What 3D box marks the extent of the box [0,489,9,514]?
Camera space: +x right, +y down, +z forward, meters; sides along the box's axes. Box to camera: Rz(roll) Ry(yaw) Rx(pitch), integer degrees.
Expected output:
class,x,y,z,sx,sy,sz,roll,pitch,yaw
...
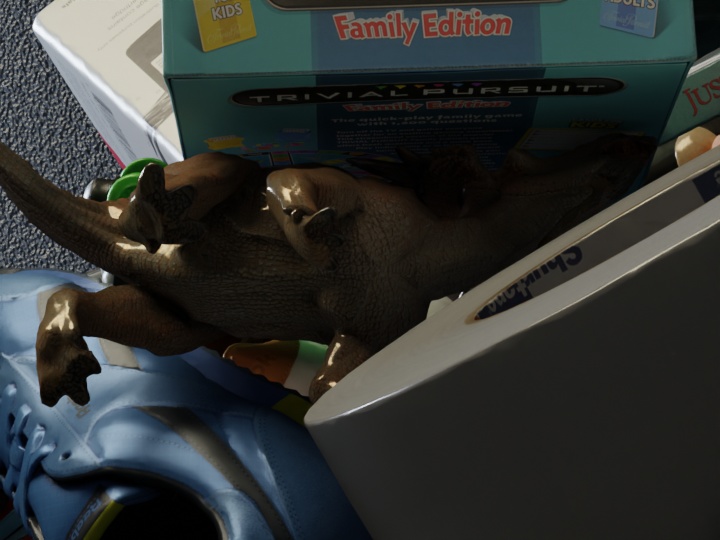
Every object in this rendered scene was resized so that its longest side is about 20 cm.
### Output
class,x,y,z,sx,sy,sz,roll,pitch,yaw
box,-0.233,0.063,0.978,0.123,0.200,0.199,21,69,36

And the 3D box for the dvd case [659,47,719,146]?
class,x,y,z,sx,sy,sz,roll,pitch,yaw
dvd case,0.192,-0.101,1.069,0.146,0.022,0.200,-27,1,27

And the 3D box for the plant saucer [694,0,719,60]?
class,x,y,z,sx,sy,sz,roll,pitch,yaw
plant saucer,0.125,-0.111,1.207,0.200,0.036,0.200,-14,-11,-3

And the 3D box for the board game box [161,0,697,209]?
class,x,y,z,sx,sy,sz,roll,pitch,yaw
board game box,0.018,-0.057,0.928,0.151,0.047,0.200,-2,-13,-1

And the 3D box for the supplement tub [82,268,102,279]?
class,x,y,z,sx,sy,sz,roll,pitch,yaw
supplement tub,-0.092,0.057,1.254,0.122,0.123,0.200,-30,3,-4

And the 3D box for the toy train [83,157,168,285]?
class,x,y,z,sx,sy,sz,roll,pitch,yaw
toy train,0.000,0.000,1.045,0.199,0.057,0.042,7,13,1

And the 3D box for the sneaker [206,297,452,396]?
class,x,y,z,sx,sy,sz,roll,pitch,yaw
sneaker,-0.016,0.031,1.135,0.200,0.085,0.073,-48,-16,-82

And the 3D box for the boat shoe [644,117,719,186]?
class,x,y,z,sx,sy,sz,roll,pitch,yaw
boat shoe,0.092,-0.056,1.217,0.074,0.065,0.202,-24,-3,-15

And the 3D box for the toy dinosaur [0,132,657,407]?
class,x,y,z,sx,sy,sz,roll,pitch,yaw
toy dinosaur,-0.022,-0.007,0.874,0.200,0.086,0.136,12,22,7

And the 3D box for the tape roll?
class,x,y,z,sx,sy,sz,roll,pitch,yaw
tape roll,0.087,0.014,0.733,0.200,0.066,0.200,-30,2,1

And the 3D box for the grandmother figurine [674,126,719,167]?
class,x,y,z,sx,sy,sz,roll,pitch,yaw
grandmother figurine,0.197,-0.058,1.036,0.200,0.061,0.121,-24,33,40

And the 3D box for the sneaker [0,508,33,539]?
class,x,y,z,sx,sy,sz,roll,pitch,yaw
sneaker,-0.090,0.113,0.950,0.200,0.079,0.096,-32,23,-13

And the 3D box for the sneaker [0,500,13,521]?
class,x,y,z,sx,sy,sz,roll,pitch,yaw
sneaker,-0.135,0.114,1.082,0.200,0.077,0.073,-41,3,-3

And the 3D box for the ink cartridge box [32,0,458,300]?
class,x,y,z,sx,sy,sz,roll,pitch,yaw
ink cartridge box,-0.041,-0.043,1.297,0.083,0.145,0.200,-38,43,-9

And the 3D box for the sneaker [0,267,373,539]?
class,x,y,z,sx,sy,sz,roll,pitch,yaw
sneaker,-0.083,0.053,0.896,0.200,0.066,0.078,24,32,36
